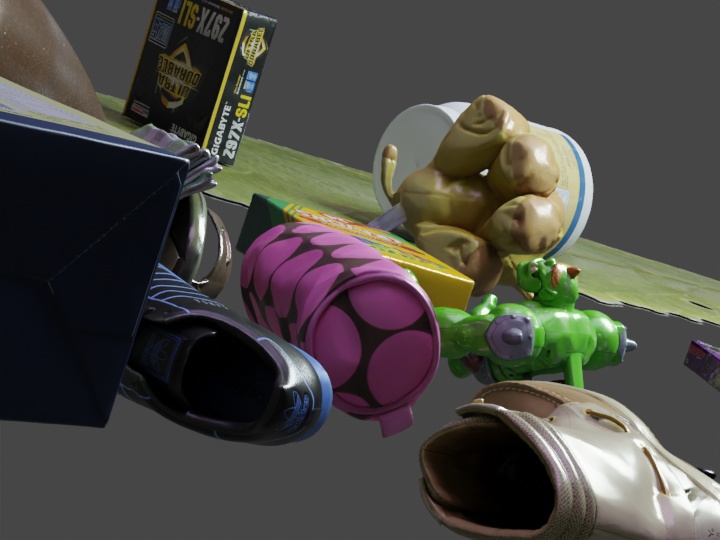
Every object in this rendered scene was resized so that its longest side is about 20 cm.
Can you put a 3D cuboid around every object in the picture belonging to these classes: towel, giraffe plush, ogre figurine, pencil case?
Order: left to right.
[{"bbox_3d":[-0.174,-0.054,1.602,0.148,0.031,0.200,-21,14,-11],"label":"towel"},{"bbox_3d":[-0.015,0.030,1.490,0.090,0.094,0.200,-28,16,-6],"label":"pencil case"},{"bbox_3d":[0.118,-0.039,2.283,0.199,0.174,0.162,-18,-27,32],"label":"giraffe plush"},{"bbox_3d":[0.097,0.044,1.676,0.119,0.099,0.200,1,-21,38],"label":"ogre figurine"}]

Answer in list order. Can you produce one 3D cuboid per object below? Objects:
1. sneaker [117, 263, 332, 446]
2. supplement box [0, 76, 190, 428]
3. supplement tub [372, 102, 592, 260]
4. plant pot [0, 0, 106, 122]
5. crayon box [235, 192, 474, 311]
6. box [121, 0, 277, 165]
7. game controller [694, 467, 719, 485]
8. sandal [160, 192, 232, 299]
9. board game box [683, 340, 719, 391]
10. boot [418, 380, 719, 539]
[{"bbox_3d":[-0.109,0.030,1.278,0.199,0.071,0.078,22,0,13],"label":"sneaker"},{"bbox_3d":[-0.227,-0.031,1.159,0.199,0.135,0.199,24,8,38],"label":"supplement box"},{"bbox_3d":[0.123,-0.088,2.568,0.199,0.146,0.144,12,9,-45],"label":"supplement tub"},{"bbox_3d":[-0.263,-0.120,1.724,0.186,0.188,0.200,23,-7,35],"label":"plant pot"},{"bbox_3d":[0.000,0.000,1.917,0.126,0.051,0.200,16,8,-26],"label":"crayon box"},{"bbox_3d":[-0.172,-0.213,2.702,0.049,0.161,0.200,15,8,-33],"label":"box"},{"bbox_3d":[0.253,0.146,1.470,0.199,0.042,0.104,18,7,-18],"label":"game controller"},{"bbox_3d":[-0.108,-0.011,1.612,0.057,0.080,0.201,32,5,-6],"label":"sandal"},{"bbox_3d":[0.389,0.111,2.215,0.199,0.033,0.120,18,11,-12],"label":"board game box"},{"bbox_3d":[0.081,0.096,1.266,0.155,0.073,0.200,17,12,-40],"label":"boot"}]
